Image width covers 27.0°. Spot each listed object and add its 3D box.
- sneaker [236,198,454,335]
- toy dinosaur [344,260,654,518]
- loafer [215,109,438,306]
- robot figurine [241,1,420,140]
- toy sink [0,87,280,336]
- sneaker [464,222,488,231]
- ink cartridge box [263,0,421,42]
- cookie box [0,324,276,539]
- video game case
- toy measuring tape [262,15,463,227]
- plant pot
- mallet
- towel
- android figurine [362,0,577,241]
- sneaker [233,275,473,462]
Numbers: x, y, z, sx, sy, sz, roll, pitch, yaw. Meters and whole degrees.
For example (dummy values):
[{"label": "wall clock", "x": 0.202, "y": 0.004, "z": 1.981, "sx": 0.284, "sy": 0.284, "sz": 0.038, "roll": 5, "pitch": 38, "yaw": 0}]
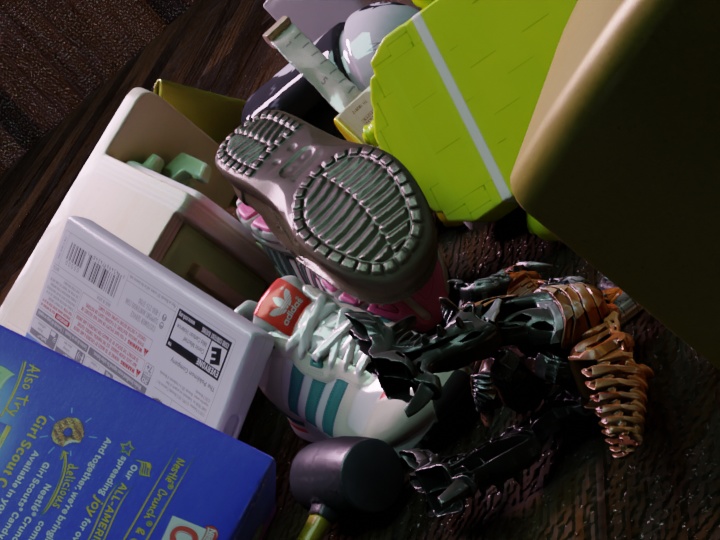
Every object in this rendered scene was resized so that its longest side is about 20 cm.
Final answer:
[{"label": "sneaker", "x": 0.000, "y": 0.000, "z": 0.954, "sx": 0.074, "sy": 0.088, "sz": 0.199, "roll": -45, "pitch": 40, "yaw": -14}, {"label": "toy dinosaur", "x": 0.074, "y": 0.038, "z": 0.675, "sx": 0.134, "sy": 0.103, "sz": 0.200, "roll": -24, "pitch": -4, "yaw": -8}, {"label": "loafer", "x": -0.012, "y": -0.034, "z": 0.874, "sx": 0.076, "sy": 0.068, "sz": 0.200, "roll": -41, "pitch": 40, "yaw": -6}, {"label": "robot figurine", "x": -0.011, "y": -0.115, "z": 1.138, "sx": 0.199, "sy": 0.125, "sz": 0.151, "roll": -35, "pitch": 19, "yaw": 27}, {"label": "toy sink", "x": -0.134, "y": -0.001, "z": 1.039, "sx": 0.111, "sy": 0.130, "sz": 0.202, "roll": 24, "pitch": 80, "yaw": 40}, {"label": "sneaker", "x": 0.091, "y": -0.114, "z": 0.972, "sx": 0.075, "sy": 0.085, "sz": 0.201, "roll": -32, "pitch": 17, "yaw": 35}, {"label": "ink cartridge box", "x": 0.020, "y": -0.255, "z": 1.350, "sx": 0.083, "sy": 0.147, "sz": 0.201, "roll": -30, "pitch": 21, "yaw": 41}, {"label": "cookie box", "x": -0.166, "y": 0.138, "z": 0.760, "sx": 0.172, "sy": 0.198, "sz": 0.075, "roll": -60, "pitch": -13, "yaw": -26}, {"label": "video game case", "x": -0.147, "y": 0.085, "z": 0.897, "sx": 0.199, "sy": 0.022, "sz": 0.184, "roll": 28, "pitch": 100, "yaw": 42}, {"label": "toy measuring tape", "x": 0.007, "y": -0.094, "z": 1.023, "sx": 0.073, "sy": 0.200, "sz": 0.074, "roll": -34, "pitch": -27, "yaw": -21}, {"label": "plant pot", "x": 0.169, "y": -0.075, "z": 0.571, "sx": 0.176, "sy": 0.199, "sz": 0.201, "roll": -43, "pitch": 14, "yaw": 39}, {"label": "mallet", "x": -0.041, "y": 0.165, "z": 0.732, "sx": 0.066, "sy": 0.041, "sz": 0.201, "roll": -24, "pitch": 30, "yaw": 54}, {"label": "towel", "x": -0.102, "y": -0.094, "z": 1.192, "sx": 0.018, "sy": 0.087, "sz": 0.199, "roll": 2, "pitch": -3, "yaw": 32}, {"label": "android figurine", "x": 0.085, "y": -0.106, "z": 0.851, "sx": 0.199, "sy": 0.184, "sz": 0.041, "roll": -35, "pitch": -15, "yaw": 27}, {"label": "sneaker", "x": -0.017, "y": 0.050, "z": 0.833, "sx": 0.071, "sy": 0.093, "sz": 0.199, "roll": -49, "pitch": 18, "yaw": -18}]
